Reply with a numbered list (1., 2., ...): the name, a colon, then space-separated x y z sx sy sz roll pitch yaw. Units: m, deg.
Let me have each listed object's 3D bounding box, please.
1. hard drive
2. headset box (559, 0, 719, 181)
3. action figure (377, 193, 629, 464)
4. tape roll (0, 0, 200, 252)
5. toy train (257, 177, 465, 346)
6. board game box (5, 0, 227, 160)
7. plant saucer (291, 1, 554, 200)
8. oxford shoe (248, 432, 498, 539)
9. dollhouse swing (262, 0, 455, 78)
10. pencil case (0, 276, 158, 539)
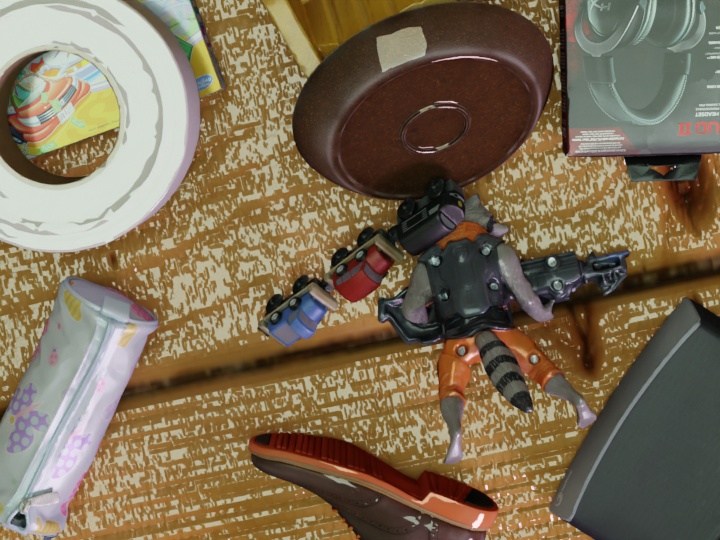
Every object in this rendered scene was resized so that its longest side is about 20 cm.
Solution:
1. hard drive: 0.249 0.137 1.617 0.135 0.042 0.200 32 98 -1
2. headset box: 0.223 -0.167 1.566 0.148 0.077 0.201 -1 95 3
3. action figure: 0.115 0.028 1.573 0.200 0.105 0.194 -19 67 1
4. tape roll: -0.222 -0.116 1.565 0.202 0.071 0.203 0 97 4
5. toy train: 0.000 0.000 1.590 0.200 0.046 0.034 -36 128 23
6. board game box: -0.219 -0.168 1.611 0.200 0.034 0.135 -20 95 5
7. plant saucer: 0.050 -0.113 1.533 0.200 0.200 0.035 -22 56 5
8. oxford shoe: 0.002 0.181 1.624 0.200 0.071 0.073 20 102 0
9. dollhouse swing: -0.003 -0.284 1.526 0.200 0.182 0.176 -29 115 7
10. pencil case: -0.230 0.105 1.617 0.083 0.091 0.200 26 97 0
